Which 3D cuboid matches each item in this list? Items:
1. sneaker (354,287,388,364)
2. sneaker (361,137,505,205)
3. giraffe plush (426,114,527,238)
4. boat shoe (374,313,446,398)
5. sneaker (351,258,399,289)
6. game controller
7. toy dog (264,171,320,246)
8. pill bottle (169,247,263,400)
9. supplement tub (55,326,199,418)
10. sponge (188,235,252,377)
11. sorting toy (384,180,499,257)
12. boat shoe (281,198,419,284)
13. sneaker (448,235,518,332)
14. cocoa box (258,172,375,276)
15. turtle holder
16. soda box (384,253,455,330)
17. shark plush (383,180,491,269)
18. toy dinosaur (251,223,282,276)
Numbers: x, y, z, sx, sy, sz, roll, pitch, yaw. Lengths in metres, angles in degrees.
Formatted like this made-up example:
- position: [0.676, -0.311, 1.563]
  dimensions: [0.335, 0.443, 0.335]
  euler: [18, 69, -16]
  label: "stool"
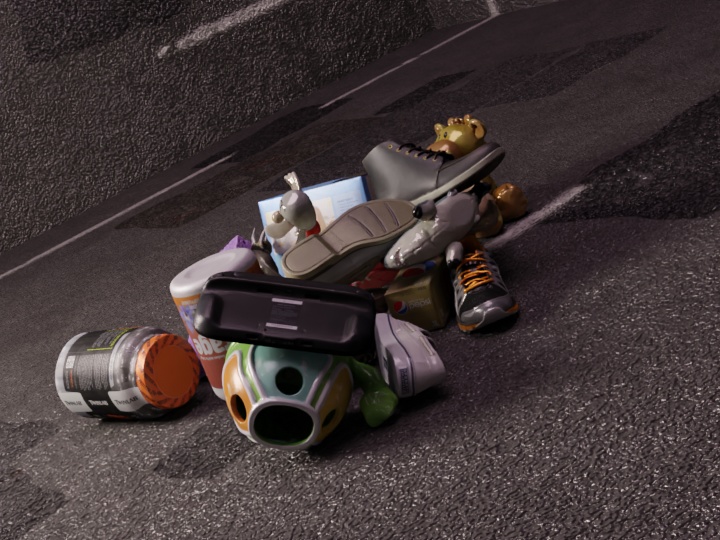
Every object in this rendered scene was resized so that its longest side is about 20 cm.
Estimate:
- position: [-0.007, 0.078, 1.590]
  dimensions: [0.069, 0.077, 0.200]
  euler: [-2, 14, 17]
  label: "sneaker"
- position: [0.091, -0.145, 1.669]
  dimensions: [0.198, 0.107, 0.075]
  euler: [-28, -7, 26]
  label: "sneaker"
- position: [0.163, -0.151, 1.940]
  dimensions: [0.171, 0.164, 0.200]
  euler: [-12, 19, 33]
  label: "giraffe plush"
- position: [0.057, 0.094, 1.467]
  dimensions: [0.065, 0.073, 0.200]
  euler: [-9, 10, -6]
  label: "boat shoe"
- position: [0.000, 0.000, 1.779]
  dimensions: [0.198, 0.074, 0.087]
  euler: [-25, -13, -13]
  label: "sneaker"
- position: [-0.082, 0.047, 1.372]
  dimensions: [0.197, 0.042, 0.105]
  euler: [7, 45, 2]
  label: "game controller"
- position: [-0.087, -0.020, 1.685]
  dimensions: [0.095, 0.202, 0.132]
  euler: [-26, 27, -4]
  label: "toy dog"
- position: [-0.144, 0.085, 1.518]
  dimensions: [0.111, 0.202, 0.112]
  euler: [-20, 16, 6]
  label: "pill bottle"
- position: [-0.317, 0.140, 1.713]
  dimensions: [0.198, 0.124, 0.122]
  euler: [-6, 22, 44]
  label: "supplement tub"
- position: [-0.204, 0.052, 1.803]
  dimensions: [0.111, 0.030, 0.202]
  euler: [-41, 32, 33]
  label: "sponge"
- position: [0.090, -0.060, 1.743]
  dimensions: [0.197, 0.037, 0.185]
  euler: [-20, 18, 3]
  label: "sorting toy"
- position: [-0.011, -0.027, 1.629]
  dimensions: [0.198, 0.069, 0.075]
  euler: [-25, 50, -15]
  label: "boat shoe"
- position: [0.145, 0.016, 1.583]
  dimensions: [0.077, 0.078, 0.200]
  euler: [-19, 17, 1]
  label: "sneaker"
- position: [-0.037, -0.073, 1.968]
  dimensions: [0.198, 0.135, 0.131]
  euler: [-12, 5, 29]
  label: "cocoa box"
- position: [-0.066, 0.140, 1.402]
  dimensions: [0.141, 0.184, 0.132]
  euler: [-51, 19, 26]
  label: "turtle holder"
- position: [0.096, 0.013, 1.681]
  dimensions: [0.067, 0.065, 0.200]
  euler: [-15, 18, 23]
  label: "soda box"
- position: [0.105, -0.072, 1.624]
  dimensions: [0.083, 0.091, 0.201]
  euler: [-32, 18, 49]
  label: "shark plush"
- position: [-0.148, 0.007, 1.860]
  dimensions: [0.076, 0.104, 0.200]
  euler: [-23, 15, -4]
  label: "toy dinosaur"
